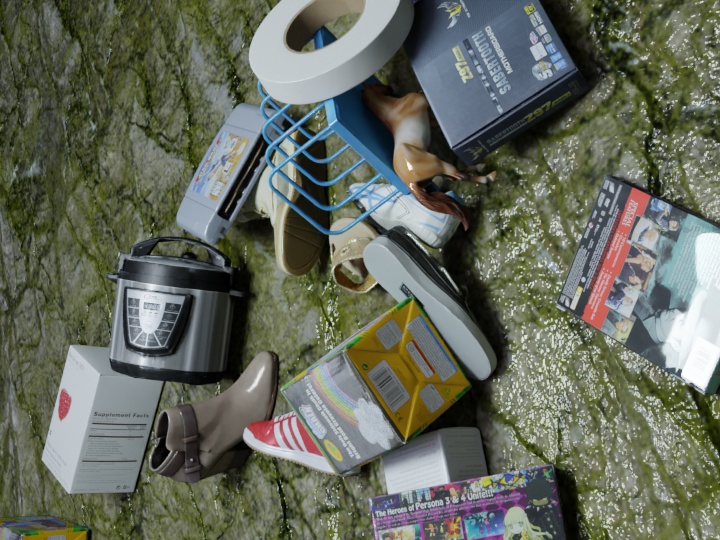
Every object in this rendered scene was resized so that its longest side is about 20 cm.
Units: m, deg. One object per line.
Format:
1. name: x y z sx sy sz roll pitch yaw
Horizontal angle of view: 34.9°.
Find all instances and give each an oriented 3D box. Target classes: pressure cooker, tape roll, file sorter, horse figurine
1. pressure cooker: -0.268 0.053 1.633 0.178 0.174 0.203 7 89 53
2. tape roll: -0.034 -0.274 1.305 0.201 0.037 0.204 -19 43 19
3. file sorter: -0.038 -0.163 1.359 0.122 0.138 0.201 -35 39 22
4. horse figurine: 0.077 -0.142 1.285 0.050 0.131 0.202 102 162 -61

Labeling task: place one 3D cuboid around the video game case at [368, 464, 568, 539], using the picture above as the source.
1. video game case: 0.118 0.306 1.163 0.197 0.036 0.184 -13 72 8

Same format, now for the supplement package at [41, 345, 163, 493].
1. supplement package: -0.410 0.236 1.816 0.121 0.119 0.203 29 106 48

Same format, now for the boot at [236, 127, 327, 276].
1. boot: -0.117 -0.079 1.553 0.154 0.072 0.203 -16 66 46

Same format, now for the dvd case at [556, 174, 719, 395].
1. dvd case: 0.287 0.009 1.103 0.199 0.022 0.148 34 111 48

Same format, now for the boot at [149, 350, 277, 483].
1. boot: -0.203 0.199 1.557 0.070 0.145 0.202 31 107 49

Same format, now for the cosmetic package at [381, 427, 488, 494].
1. cosmetic package: 0.094 0.282 1.254 0.101 0.073 0.203 -26 68 44

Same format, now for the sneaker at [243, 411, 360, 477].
1. sneaker: -0.072 0.187 1.461 0.198 0.071 0.114 8 94 42

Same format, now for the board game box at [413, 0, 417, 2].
1. board game box: 0.084 -0.401 1.385 0.199 0.039 0.160 -12 76 48

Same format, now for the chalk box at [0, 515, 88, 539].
1. chalk box: -0.567 0.490 1.953 0.199 0.123 0.126 0 86 50

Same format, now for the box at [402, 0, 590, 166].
1. box: 0.138 -0.238 1.250 0.157 0.051 0.202 -31 58 18

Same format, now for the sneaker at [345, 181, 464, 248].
1. sneaker: 0.053 -0.077 1.366 0.073 0.072 0.199 -51 34 -11

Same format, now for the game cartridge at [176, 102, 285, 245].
1. game cartridge: -0.183 -0.137 1.580 0.133 0.041 0.202 24 85 55

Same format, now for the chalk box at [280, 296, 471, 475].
1. chalk box: 0.005 0.139 1.298 0.125 0.123 0.200 55 144 0

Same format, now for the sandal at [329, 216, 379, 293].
1. sandal: 0.000 -0.005 1.390 0.211 0.069 0.079 30 131 46

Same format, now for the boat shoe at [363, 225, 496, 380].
1. boat shoe: 0.090 0.031 1.280 0.200 0.063 0.071 50 143 8
